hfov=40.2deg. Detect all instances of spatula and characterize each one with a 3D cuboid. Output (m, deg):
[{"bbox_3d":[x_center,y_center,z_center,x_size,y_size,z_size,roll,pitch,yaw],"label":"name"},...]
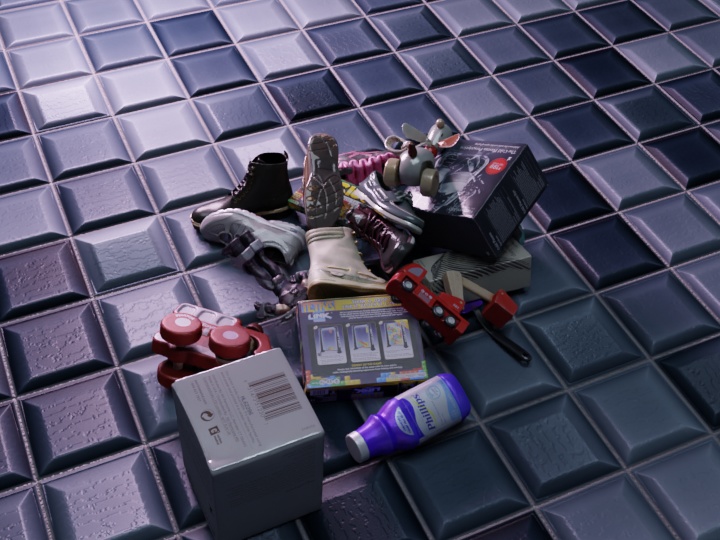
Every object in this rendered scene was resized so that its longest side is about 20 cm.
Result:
[{"bbox_3d":[0.222,0.095,1.702,0.056,0.021,0.200,-25,53,-32],"label":"spatula"}]

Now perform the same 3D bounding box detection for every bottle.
[{"bbox_3d":[0.072,0.232,1.523,0.200,0.065,0.084,-23,77,-24],"label":"bottle"}]

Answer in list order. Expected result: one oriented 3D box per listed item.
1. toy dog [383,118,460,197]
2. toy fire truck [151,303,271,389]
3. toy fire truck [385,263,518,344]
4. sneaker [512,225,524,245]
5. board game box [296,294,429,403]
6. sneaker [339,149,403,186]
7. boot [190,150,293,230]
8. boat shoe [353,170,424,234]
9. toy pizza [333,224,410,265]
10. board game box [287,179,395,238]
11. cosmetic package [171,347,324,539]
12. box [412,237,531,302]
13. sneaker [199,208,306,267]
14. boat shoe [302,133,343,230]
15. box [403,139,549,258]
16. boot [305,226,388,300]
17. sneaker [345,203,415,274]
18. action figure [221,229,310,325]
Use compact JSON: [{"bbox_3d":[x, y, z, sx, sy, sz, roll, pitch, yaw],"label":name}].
[{"bbox_3d":[0.107,-0.215,1.719,0.132,0.096,0.200,1,41,1],"label":"toy dog"},{"bbox_3d":[-0.234,0.118,1.608,0.200,0.112,0.168,14,28,9],"label":"toy fire truck"},{"bbox_3d":[0.152,0.046,1.644,0.200,0.049,0.141,40,49,1],"label":"toy fire truck"},{"bbox_3d":[0.215,-0.083,1.848,0.200,0.078,0.091,29,57,34],"label":"sneaker"},{"bbox_3d":[0.000,0.126,1.618,0.200,0.057,0.165,-3,56,-7],"label":"board game box"},{"bbox_3d":[0.018,-0.214,1.966,0.200,0.079,0.095,-8,35,-12],"label":"sneaker"},{"bbox_3d":[-0.225,-0.155,1.842,0.200,0.138,0.077,-17,49,-17],"label":"boot"},{"bbox_3d":[0.056,-0.122,1.710,0.062,0.073,0.200,-56,35,4],"label":"boat shoe"},{"bbox_3d":[0.007,-0.078,1.852,0.200,0.032,0.200,0,48,0],"label":"toy pizza"},{"bbox_3d":[-0.027,-0.121,1.855,0.200,0.023,0.105,23,50,20],"label":"board game box"},{"bbox_3d":[-0.158,0.253,1.404,0.166,0.200,0.167,-18,49,-20],"label":"cosmetic package"},{"bbox_3d":[0.197,0.005,1.747,0.200,0.068,0.082,-15,34,-16],"label":"box"},{"bbox_3d":[-0.202,-0.056,1.792,0.200,0.075,0.082,9,53,11],"label":"sneaker"},{"bbox_3d":[-0.073,-0.155,1.827,0.076,0.072,0.200,9,65,-13],"label":"boat shoe"},{"bbox_3d":[0.195,-0.133,1.750,0.200,0.104,0.182,12,58,47],"label":"box"},{"bbox_3d":[0.000,0.000,1.724,0.200,0.072,0.155,11,43,-18],"label":"boot"},{"bbox_3d":[0.025,-0.060,1.688,0.115,0.076,0.200,36,4,-9],"label":"sneaker"},{"bbox_3d":[-0.148,0.019,1.709,0.200,0.069,0.130,46,46,6],"label":"action figure"}]
